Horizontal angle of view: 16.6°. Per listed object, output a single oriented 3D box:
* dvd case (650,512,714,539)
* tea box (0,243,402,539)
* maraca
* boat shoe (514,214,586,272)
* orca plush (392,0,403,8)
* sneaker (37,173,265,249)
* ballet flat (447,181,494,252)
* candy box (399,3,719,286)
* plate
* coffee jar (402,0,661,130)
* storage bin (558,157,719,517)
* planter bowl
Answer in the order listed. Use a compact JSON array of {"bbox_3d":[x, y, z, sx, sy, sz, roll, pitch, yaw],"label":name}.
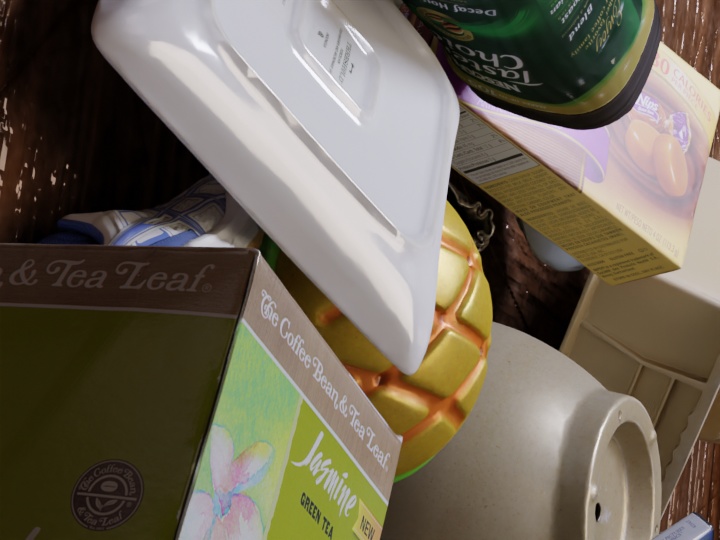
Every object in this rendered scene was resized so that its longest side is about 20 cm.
[{"bbox_3d":[0.094,0.217,1.211,0.200,0.018,0.143,-29,137,-25],"label":"dvd case"},{"bbox_3d":[-0.117,0.104,0.774,0.134,0.199,0.197,54,45,-52],"label":"tea box"},{"bbox_3d":[0.000,0.000,1.128,0.137,0.107,0.201,-15,100,-46],"label":"maraca"},{"bbox_3d":[0.098,-0.100,1.395,0.064,0.070,0.201,-137,-140,-77],"label":"boat shoe"},{"bbox_3d":[-0.028,-0.197,1.137,0.105,0.071,0.200,-41,144,5],"label":"orca plush"},{"bbox_3d":[-0.085,-0.005,0.986,0.200,0.088,0.076,-83,-171,-76],"label":"sneaker"},{"bbox_3d":[0.020,-0.039,1.240,0.200,0.046,0.068,36,58,-61],"label":"ballet flat"},{"bbox_3d":[0.098,-0.093,1.299,0.200,0.056,0.117,36,58,-31],"label":"candy box"},{"bbox_3d":[-0.020,-0.085,1.028,0.200,0.032,0.200,47,30,-24],"label":"plate"},{"bbox_3d":[0.068,-0.137,1.131,0.086,0.104,0.200,-66,152,-9],"label":"coffee jar"},{"bbox_3d":[0.181,0.056,1.467,0.200,0.093,0.199,-41,154,-58],"label":"storage bin"},{"bbox_3d":[0.075,0.119,1.268,0.200,0.134,0.201,1,90,-65],"label":"planter bowl"}]
